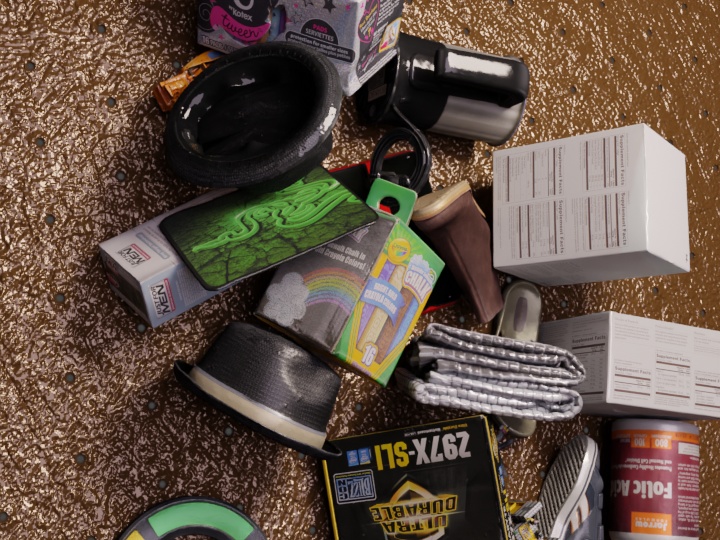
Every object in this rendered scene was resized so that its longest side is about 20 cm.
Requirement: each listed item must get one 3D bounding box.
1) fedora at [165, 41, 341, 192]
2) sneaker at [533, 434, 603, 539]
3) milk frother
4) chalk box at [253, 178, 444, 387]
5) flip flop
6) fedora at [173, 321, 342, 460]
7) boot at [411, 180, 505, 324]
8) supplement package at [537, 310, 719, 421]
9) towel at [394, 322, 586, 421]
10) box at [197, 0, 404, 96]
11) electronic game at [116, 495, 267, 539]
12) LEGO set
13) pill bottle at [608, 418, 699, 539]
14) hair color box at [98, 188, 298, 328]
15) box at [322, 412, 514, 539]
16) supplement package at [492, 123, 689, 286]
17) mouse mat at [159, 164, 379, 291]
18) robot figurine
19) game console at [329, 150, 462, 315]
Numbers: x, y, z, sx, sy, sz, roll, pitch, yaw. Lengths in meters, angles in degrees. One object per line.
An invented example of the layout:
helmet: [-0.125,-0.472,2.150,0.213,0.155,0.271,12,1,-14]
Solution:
fedora: [-0.101,-0.144,1.064,0.203,0.198,0.092,-65,150,-20]
sneaker: [0.265,0.311,1.272,0.079,0.078,0.203,26,81,-15]
milk frother: [0.102,-0.176,1.242,0.185,0.180,0.204,6,103,-24]
chalk box: [0.000,0.000,1.110,0.124,0.123,0.202,40,76,-52]
flip flop: [0.205,0.109,1.287,0.080,0.057,0.204,16,74,-23]
fedora: [-0.092,0.115,1.059,0.199,0.200,0.093,29,87,-19]
boot: [0.127,-0.018,1.210,0.169,0.071,0.200,70,19,-2]
supplement package: [0.346,0.127,1.299,0.197,0.155,0.113,10,77,-24]
towel: [0.146,0.115,1.171,0.196,0.166,0.087,9,88,-4]
box: [-0.066,-0.295,1.121,0.197,0.116,0.132,21,40,18]
electronic game: [-0.177,0.340,1.064,0.197,0.041,0.204,5,78,-26]
LEGO set: [0.142,0.292,1.189,0.152,0.116,0.203,-24,91,-28]
pill bottle: [0.377,0.298,1.308,0.112,0.114,0.204,10,76,-24]
hair color box: [-0.168,-0.027,1.095,0.198,0.099,0.061,-29,130,-28]
box: [0.063,0.253,1.127,0.049,0.197,0.163,12,68,-69]
supplement package: [0.284,-0.073,1.255,0.151,0.197,0.154,15,72,-53]
mouse mat: [-0.098,-0.052,1.057,0.197,0.161,0.008,-23,127,-20]
robot figurine: [-0.130,-0.202,1.175,0.198,0.058,0.147,-30,95,-27]
game console: [0.029,-0.037,1.246,0.175,0.031,0.203,-17,89,-33]
